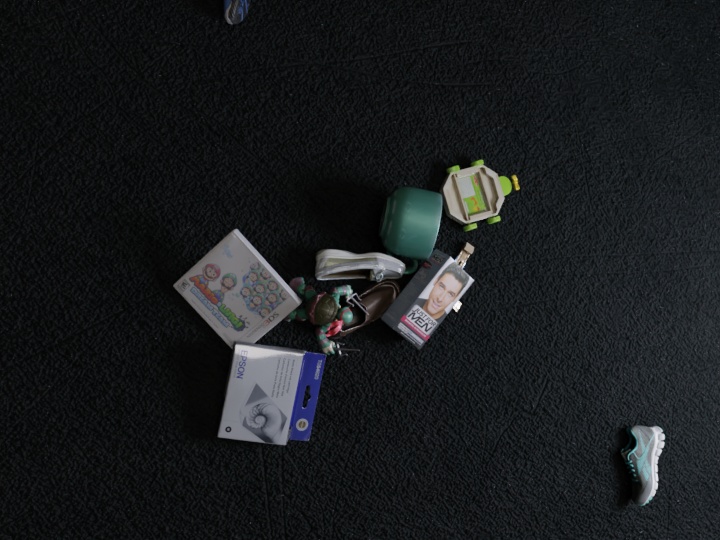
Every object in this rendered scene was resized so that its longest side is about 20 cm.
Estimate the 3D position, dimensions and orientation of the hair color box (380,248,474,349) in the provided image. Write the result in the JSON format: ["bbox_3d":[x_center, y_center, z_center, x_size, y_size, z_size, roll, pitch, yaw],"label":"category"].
[{"bbox_3d":[0.149,0.064,1.355,0.099,0.061,0.200,40,88,-33],"label":"hair color box"}]

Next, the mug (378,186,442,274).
[{"bbox_3d":[0.102,-0.091,1.345,0.114,0.152,0.186,12,84,-5],"label":"mug"}]

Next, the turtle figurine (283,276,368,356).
[{"bbox_3d":[-0.071,0.083,1.254,0.150,0.200,0.101,-61,145,-18],"label":"turtle figurine"}]

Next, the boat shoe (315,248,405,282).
[{"bbox_3d":[0.000,-0.001,1.338,0.201,0.074,0.065,8,65,-13],"label":"boat shoe"}]

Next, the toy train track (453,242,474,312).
[{"bbox_3d":[0.215,0.020,1.433,0.115,0.033,0.200,35,75,-12],"label":"toy train track"}]

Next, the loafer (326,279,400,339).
[{"bbox_3d":[0.012,0.089,1.341,0.200,0.071,0.073,-35,96,-18],"label":"loafer"}]

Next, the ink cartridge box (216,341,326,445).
[{"bbox_3d":[-0.180,0.257,1.260,0.199,0.041,0.200,10,94,-17],"label":"ink cartridge box"}]

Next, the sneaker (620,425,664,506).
[{"bbox_3d":[0.693,0.482,1.531,0.091,0.078,0.201,14,77,0],"label":"sneaker"}]

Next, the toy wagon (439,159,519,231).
[{"bbox_3d":[0.291,-0.187,1.475,0.199,0.040,0.156,-17,90,-19],"label":"toy wagon"}]

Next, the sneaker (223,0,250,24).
[{"bbox_3d":[-0.282,-0.632,1.327,0.077,0.076,0.201,2,83,5],"label":"sneaker"}]

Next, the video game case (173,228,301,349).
[{"bbox_3d":[-0.251,0.047,1.240,0.182,0.024,0.200,-39,98,15],"label":"video game case"}]
